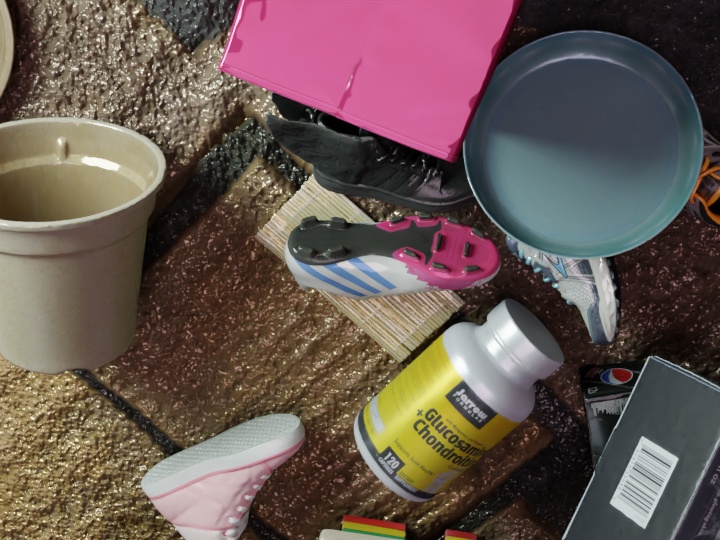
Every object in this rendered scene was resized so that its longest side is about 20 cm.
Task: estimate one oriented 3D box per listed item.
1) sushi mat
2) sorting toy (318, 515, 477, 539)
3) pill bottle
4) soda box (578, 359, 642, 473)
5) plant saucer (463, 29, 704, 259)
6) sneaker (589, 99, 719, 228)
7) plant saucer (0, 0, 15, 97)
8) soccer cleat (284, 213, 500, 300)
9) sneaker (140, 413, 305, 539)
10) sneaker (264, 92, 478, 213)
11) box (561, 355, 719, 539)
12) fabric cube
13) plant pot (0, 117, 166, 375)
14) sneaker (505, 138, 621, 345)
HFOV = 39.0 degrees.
[{"bbox_3d":[0.000,0.000,0.992,0.200,0.012,0.096,41,109,-10],"label":"sushi mat"},{"bbox_3d":[0.048,0.366,1.101,0.199,0.070,0.200,7,112,2],"label":"sorting toy"},{"bbox_3d":[0.095,0.122,0.977,0.112,0.112,0.200,41,110,-11],"label":"pill bottle"},{"bbox_3d":[0.263,0.195,1.011,0.063,0.071,0.201,-9,110,9],"label":"soda box"},{"bbox_3d":[0.188,-0.106,0.867,0.199,0.027,0.202,-2,78,9],"label":"plant saucer"},{"bbox_3d":[0.291,-0.091,0.894,0.199,0.077,0.079,26,114,-3],"label":"sneaker"},{"bbox_3d":[-0.411,-0.223,0.935,0.199,0.029,0.201,2,112,5],"label":"plant saucer"},{"bbox_3d":[0.029,-0.008,0.946,0.199,0.070,0.087,5,146,6],"label":"soccer cleat"},{"bbox_3d":[-0.125,0.224,1.058,0.199,0.075,0.105,-25,103,22],"label":"sneaker"},{"bbox_3d":[0.019,-0.109,0.899,0.198,0.060,0.104,7,149,6],"label":"sneaker"},{"bbox_3d":[0.326,0.212,0.928,0.196,0.124,0.201,22,95,-28],"label":"box"},{"bbox_3d":[0.026,-0.231,0.801,0.199,0.196,0.200,21,110,-2],"label":"fabric cube"},{"bbox_3d":[-0.276,-0.014,0.931,0.199,0.201,0.184,7,123,3],"label":"plant pot"},{"bbox_3d":[0.184,-0.022,0.940,0.086,0.078,0.201,-17,100,18],"label":"sneaker"}]
